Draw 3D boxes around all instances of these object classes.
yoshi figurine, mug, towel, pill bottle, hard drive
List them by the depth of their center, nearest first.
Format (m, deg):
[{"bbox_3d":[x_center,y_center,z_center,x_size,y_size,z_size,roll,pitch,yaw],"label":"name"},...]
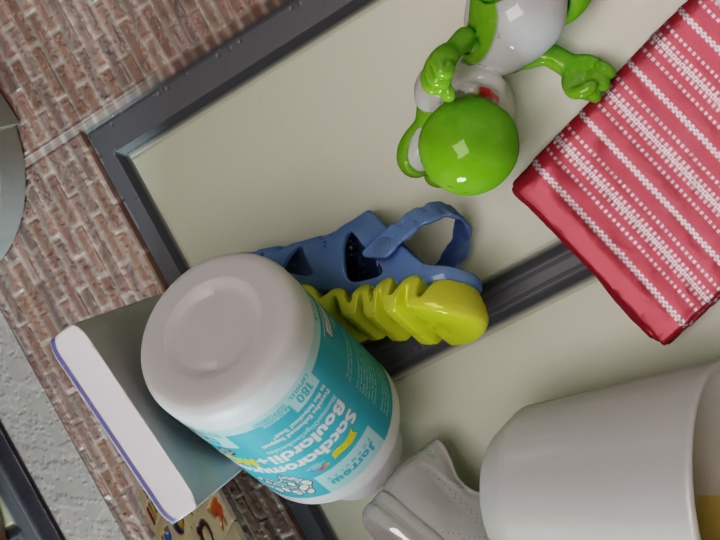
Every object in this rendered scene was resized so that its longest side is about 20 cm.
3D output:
[{"bbox_3d":[0.089,-0.125,0.955,0.112,0.112,0.200,33,115,12],"label":"yoshi figurine"},{"bbox_3d":[0.204,-0.067,0.972,0.145,0.022,0.200,47,113,8],"label":"towel"},{"bbox_3d":[0.159,0.154,0.975,0.153,0.149,0.187,-7,76,31],"label":"mug"},{"bbox_3d":[-0.044,0.079,1.010,0.110,0.200,0.111,-14,57,22],"label":"pill bottle"},{"bbox_3d":[-0.123,0.082,1.039,0.025,0.200,0.132,-34,88,12],"label":"hard drive"}]

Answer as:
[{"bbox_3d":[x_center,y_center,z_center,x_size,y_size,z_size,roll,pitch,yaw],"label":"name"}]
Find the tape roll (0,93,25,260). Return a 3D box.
[{"bbox_3d":[-0.341,-0.075,1.181,0.202,0.037,0.204,5,104,21],"label":"tape roll"}]

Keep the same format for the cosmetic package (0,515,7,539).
[{"bbox_3d":[-0.346,0.141,1.199,0.087,0.103,0.201,-10,100,22],"label":"cosmetic package"}]

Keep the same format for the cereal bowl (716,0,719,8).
[{"bbox_3d":[0.289,-0.199,0.873,0.199,0.083,0.201,5,104,21],"label":"cereal bowl"}]

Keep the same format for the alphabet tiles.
[{"bbox_3d":[-0.105,0.214,1.102,0.200,0.006,0.167,59,146,27],"label":"alphabet tiles"}]

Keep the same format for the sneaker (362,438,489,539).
[{"bbox_3d":[0.100,0.195,1.056,0.200,0.075,0.089,43,70,-8],"label":"sneaker"}]

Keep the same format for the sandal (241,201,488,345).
[{"bbox_3d":[0.000,0.000,1.051,0.199,0.079,0.087,1,66,29],"label":"sandal"}]
